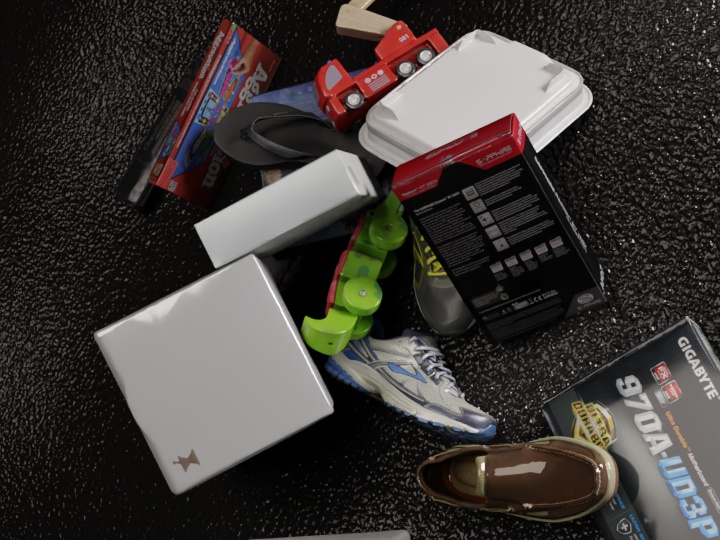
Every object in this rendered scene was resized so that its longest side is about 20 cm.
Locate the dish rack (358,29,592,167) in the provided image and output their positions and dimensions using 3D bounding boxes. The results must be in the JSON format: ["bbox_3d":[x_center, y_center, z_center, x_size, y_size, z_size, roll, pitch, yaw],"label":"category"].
[{"bbox_3d":[0.112,-0.166,1.232,0.200,0.044,0.171,-40,51,-24],"label":"dish rack"}]

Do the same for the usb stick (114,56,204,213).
[{"bbox_3d":[-0.231,-0.163,1.499,0.055,0.033,0.200,33,93,41],"label":"usb stick"}]

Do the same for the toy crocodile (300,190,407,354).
[{"bbox_3d":[0.000,0.000,1.239,0.062,0.068,0.200,22,59,2],"label":"toy crocodile"}]

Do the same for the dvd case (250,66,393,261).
[{"bbox_3d":[-0.039,-0.118,1.355,0.142,0.018,0.201,-12,67,8],"label":"dvd case"}]

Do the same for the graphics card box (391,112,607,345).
[{"bbox_3d":[0.131,-0.035,1.151,0.125,0.200,0.051,-24,26,22],"label":"graphics card box"}]

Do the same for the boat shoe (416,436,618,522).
[{"bbox_3d":[0.132,0.189,1.112,0.202,0.075,0.075,-13,77,47],"label":"boat shoe"}]

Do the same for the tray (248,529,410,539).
[{"bbox_3d":[-0.041,0.317,1.240,0.200,0.022,0.108,-10,69,28],"label":"tray"}]

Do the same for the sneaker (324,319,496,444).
[{"bbox_3d":[0.055,0.101,1.221,0.200,0.077,0.085,26,85,34],"label":"sneaker"}]

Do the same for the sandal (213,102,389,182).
[{"bbox_3d":[-0.065,-0.142,1.336,0.200,0.043,0.076,12,73,17],"label":"sandal"}]

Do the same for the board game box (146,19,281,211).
[{"bbox_3d":[-0.165,-0.174,1.420,0.019,0.103,0.200,24,88,31],"label":"board game box"}]

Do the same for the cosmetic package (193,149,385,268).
[{"bbox_3d":[-0.063,-0.059,1.213,0.151,0.200,0.052,-29,89,8],"label":"cosmetic package"}]

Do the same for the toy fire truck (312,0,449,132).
[{"bbox_3d":[0.022,-0.252,1.333,0.200,0.049,0.141,-32,71,-8],"label":"toy fire truck"}]

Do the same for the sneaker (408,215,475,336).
[{"bbox_3d":[0.075,-0.034,1.240,0.074,0.085,0.201,-11,69,20],"label":"sneaker"}]

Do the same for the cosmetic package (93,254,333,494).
[{"bbox_3d":[-0.133,0.096,1.207,0.166,0.200,0.168,-27,89,-2],"label":"cosmetic package"}]

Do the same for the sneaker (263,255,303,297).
[{"bbox_3d":[-0.122,0.005,1.347,0.074,0.087,0.201,12,81,33],"label":"sneaker"}]

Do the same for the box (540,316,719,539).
[{"bbox_3d":[0.269,0.166,1.087,0.159,0.046,0.200,-33,60,19],"label":"box"}]
